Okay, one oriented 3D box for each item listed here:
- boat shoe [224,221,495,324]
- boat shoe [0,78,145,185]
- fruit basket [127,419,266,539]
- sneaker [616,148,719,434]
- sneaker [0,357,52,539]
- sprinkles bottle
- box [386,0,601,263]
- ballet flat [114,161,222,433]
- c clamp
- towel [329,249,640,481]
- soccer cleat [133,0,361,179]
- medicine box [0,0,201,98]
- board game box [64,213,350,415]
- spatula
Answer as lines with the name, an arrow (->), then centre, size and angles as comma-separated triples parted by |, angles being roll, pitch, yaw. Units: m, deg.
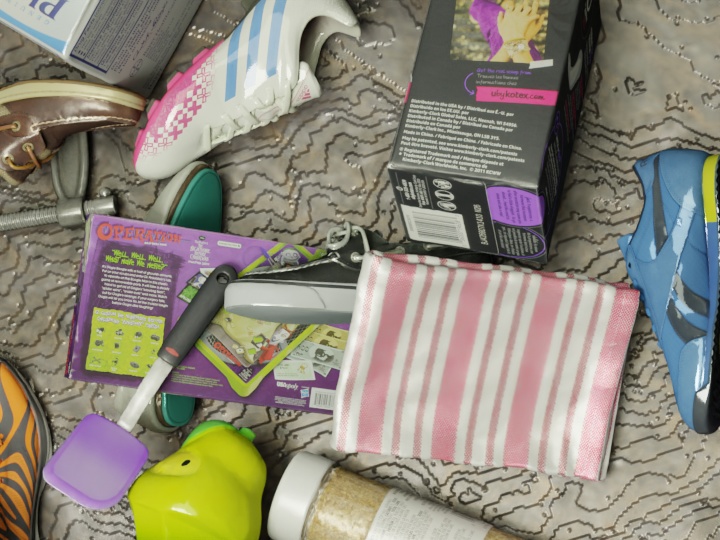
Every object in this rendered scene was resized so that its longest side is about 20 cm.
boat shoe -> 0.001, 0.000, 1.712 | 0.199, 0.074, 0.068 | -3, 81, -9
boat shoe -> -0.250, -0.098, 1.776 | 0.200, 0.072, 0.072 | -3, 85, 17
fruit basket -> -0.137, 0.201, 1.677 | 0.215, 0.155, 0.216 | -8, 80, 52
sneaker -> 0.222, 0.015, 1.697 | 0.078, 0.066, 0.200 | -3, 84, 23
sneaker -> -0.274, 0.159, 1.756 | 0.077, 0.112, 0.200 | -9, 84, 10
sprinkles bottle -> 0.036, 0.192, 1.712 | 0.200, 0.068, 0.068 | 20, 89, 13
box -> 0.095, -0.124, 1.671 | 0.106, 0.122, 0.200 | 10, 66, 12
ballet flat -> -0.149, 0.017, 1.773 | 0.069, 0.069, 0.200 | 6, 87, 12
c clamp -> -0.275, -0.058, 1.818 | 0.200, 0.027, 0.171 | -3, 83, 12
towel -> 0.086, 0.068, 1.683 | 0.200, 0.030, 0.147 | 7, 103, -8
soccer cleat -> -0.082, -0.132, 1.763 | 0.086, 0.070, 0.200 | 41, 93, 15
medicine box -> -0.230, -0.221, 1.735 | 0.182, 0.200, 0.103 | 30, 92, 12
board game box -> -0.105, 0.032, 1.732 | 0.200, 0.032, 0.120 | 9, 91, -16
spatula -> -0.144, 0.078, 1.692 | 0.056, 0.021, 0.200 | 34, 77, 3
